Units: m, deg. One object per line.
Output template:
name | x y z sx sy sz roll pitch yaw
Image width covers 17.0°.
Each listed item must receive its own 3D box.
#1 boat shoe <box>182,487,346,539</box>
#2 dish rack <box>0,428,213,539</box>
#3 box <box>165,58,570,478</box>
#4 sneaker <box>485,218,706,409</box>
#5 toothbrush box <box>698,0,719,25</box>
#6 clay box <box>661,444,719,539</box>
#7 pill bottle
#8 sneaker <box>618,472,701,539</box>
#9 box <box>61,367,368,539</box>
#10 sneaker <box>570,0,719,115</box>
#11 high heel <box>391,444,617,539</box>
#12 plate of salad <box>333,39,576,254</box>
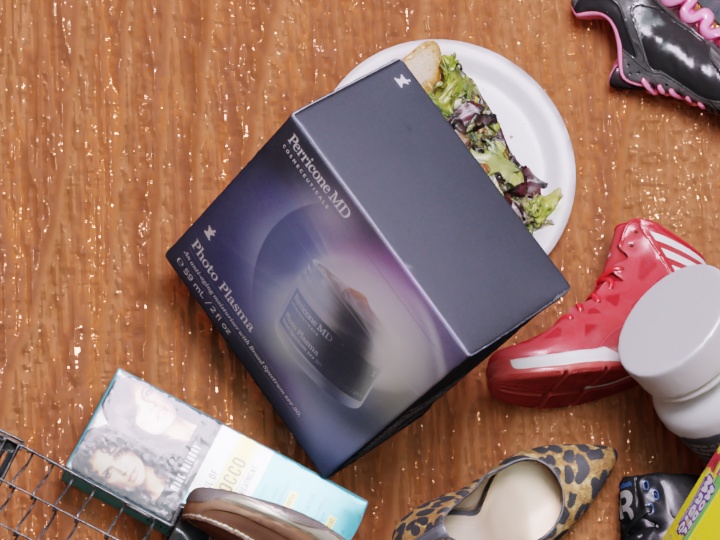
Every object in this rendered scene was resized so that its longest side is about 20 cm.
boat shoe | -0.035 0.210 1.609 0.200 0.076 0.072 31 75 -13
dish rack | -0.216 0.195 1.621 0.199 0.055 0.154 28 92 0
box | 0.000 0.000 1.646 0.123 0.198 0.200 -31 81 -43
sneaker | 0.171 0.029 1.760 0.199 0.078 0.116 -6 67 -24
toothbrush box | 0.335 -0.216 1.808 0.085 0.146 0.200 -42 84 -18
clay box | 0.274 0.180 1.627 0.115 0.048 0.201 26 102 -12
pill bottle | 0.277 0.092 1.690 0.200 0.113 0.113 41 69 -28
sneaker | 0.185 0.207 1.710 0.199 0.073 0.112 -16 75 -22
box | -0.101 0.153 1.679 0.199 0.049 0.083 28 72 -2
sneaker | 0.237 -0.157 1.824 0.095 0.079 0.200 -41 84 5
high heel | 0.108 0.162 1.665 0.199 0.143 0.072 -26 81 -16
plate of salad | 0.064 -0.079 1.774 0.199 0.048 0.201 3 74 -10
